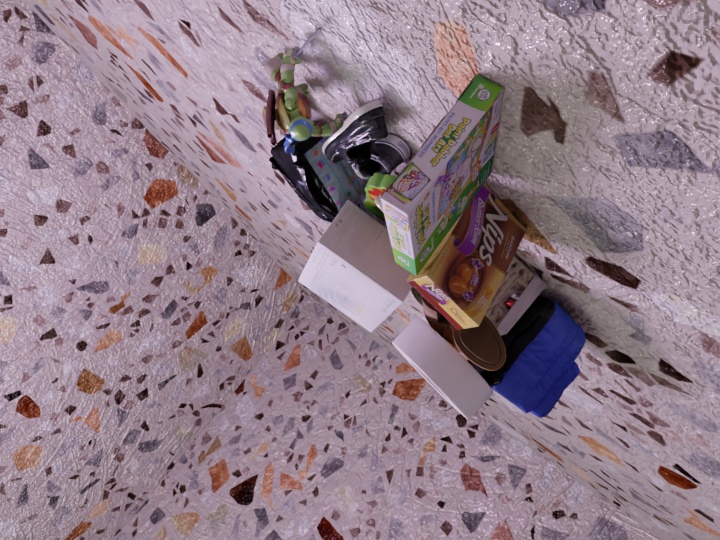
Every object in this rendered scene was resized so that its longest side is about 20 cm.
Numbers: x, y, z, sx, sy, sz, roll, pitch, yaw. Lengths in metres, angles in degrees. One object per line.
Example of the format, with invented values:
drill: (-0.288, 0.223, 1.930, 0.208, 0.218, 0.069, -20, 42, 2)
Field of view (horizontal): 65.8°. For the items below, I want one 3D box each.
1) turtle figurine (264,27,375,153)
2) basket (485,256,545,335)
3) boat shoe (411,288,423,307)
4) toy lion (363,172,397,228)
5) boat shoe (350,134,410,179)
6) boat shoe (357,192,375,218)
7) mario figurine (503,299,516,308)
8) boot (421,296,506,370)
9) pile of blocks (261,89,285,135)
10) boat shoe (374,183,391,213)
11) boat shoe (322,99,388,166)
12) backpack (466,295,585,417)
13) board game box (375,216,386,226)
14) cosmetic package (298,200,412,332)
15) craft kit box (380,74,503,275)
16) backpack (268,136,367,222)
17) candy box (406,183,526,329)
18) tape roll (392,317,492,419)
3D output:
turtle figurine: (-0.078, -0.299, 0.920, 0.143, 0.201, 0.194, 14, -151, -32)
basket: (0.230, 0.035, 1.072, 0.123, 0.136, 0.200, 45, 168, -8)
boat shoe: (0.134, 0.009, 1.219, 0.201, 0.075, 0.068, 58, -163, 22)
toy lion: (0.077, -0.117, 1.015, 0.191, 0.069, 0.199, 32, 169, -37)
boat shoe: (0.015, -0.200, 1.015, 0.072, 0.068, 0.200, 45, 167, -28)
boat shoe: (0.008, -0.090, 1.273, 0.201, 0.068, 0.074, 67, 170, -10)
mario figurine: (0.298, 0.112, 1.193, 0.199, 0.124, 0.106, 30, 179, 23)
boot: (0.196, 0.127, 1.017, 0.200, 0.073, 0.155, 49, 172, 36)
pile of blocks: (-0.148, -0.324, 1.135, 0.062, 0.083, 0.200, -2, -161, -24)
boat shoe: (0.099, -0.067, 0.901, 0.200, 0.062, 0.071, 46, -163, -36)
boat shoe: (-0.005, -0.209, 0.925, 0.067, 0.074, 0.199, 63, 151, 0)
backpack: (0.327, 0.158, 1.062, 0.167, 0.201, 0.162, 37, 177, -17)
board game box: (0.093, -0.087, 1.289, 0.126, 0.035, 0.200, 45, 168, -20)
cosmetic package: (0.000, 0.000, 1.137, 0.199, 0.123, 0.200, 34, 151, -1)
craft kit box: (0.108, -0.112, 0.723, 0.048, 0.198, 0.200, 36, 169, 19)
backpack: (-0.081, -0.200, 1.167, 0.201, 0.127, 0.167, 52, 166, -23)
candy box: (0.168, -0.025, 0.853, 0.117, 0.201, 0.056, 43, 152, -16)
tape roll: (0.152, 0.183, 1.044, 0.202, 0.071, 0.202, 45, 175, 5)
